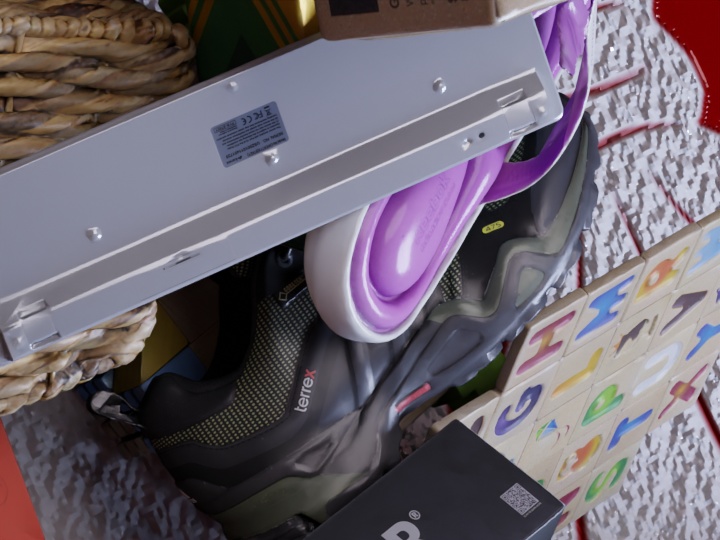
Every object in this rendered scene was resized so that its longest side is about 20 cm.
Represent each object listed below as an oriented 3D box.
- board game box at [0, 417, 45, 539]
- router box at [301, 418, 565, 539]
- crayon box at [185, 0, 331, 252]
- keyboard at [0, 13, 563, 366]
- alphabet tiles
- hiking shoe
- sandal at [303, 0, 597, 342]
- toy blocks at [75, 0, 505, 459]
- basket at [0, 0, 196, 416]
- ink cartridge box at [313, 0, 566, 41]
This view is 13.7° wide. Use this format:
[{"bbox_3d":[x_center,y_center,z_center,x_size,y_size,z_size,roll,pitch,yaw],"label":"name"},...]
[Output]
[{"bbox_3d":[-0.214,0.051,0.963,0.200,0.040,0.153,-18,84,-40],"label":"board game box"},{"bbox_3d":[-0.028,0.160,0.989,0.052,0.157,0.200,38,48,19],"label":"router box"},{"bbox_3d":[-0.004,-0.121,0.963,0.126,0.051,0.200,-45,142,-39],"label":"crayon box"},{"bbox_3d":[-0.032,-0.035,0.917,0.200,0.011,0.056,-24,102,-15],"label":"keyboard"},{"bbox_3d":[0.080,0.054,1.119,0.006,0.167,0.200,42,45,23],"label":"alphabet tiles"},{"bbox_3d":[0.000,0.000,1.020,0.101,0.076,0.200,44,73,-13],"label":"hiking shoe"},{"bbox_3d":[0.050,-0.062,0.979,0.203,0.050,0.082,-63,146,-14],"label":"sandal"},{"bbox_3d":[-0.050,0.012,1.082,0.137,0.100,0.200,-41,100,-28],"label":"toy blocks"},{"bbox_3d":[-0.176,-0.031,0.957,0.200,0.149,0.143,-1,106,-38],"label":"basket"},{"bbox_3d":[0.061,-0.169,0.895,0.200,0.075,0.165,-21,104,-46],"label":"ink cartridge box"}]
